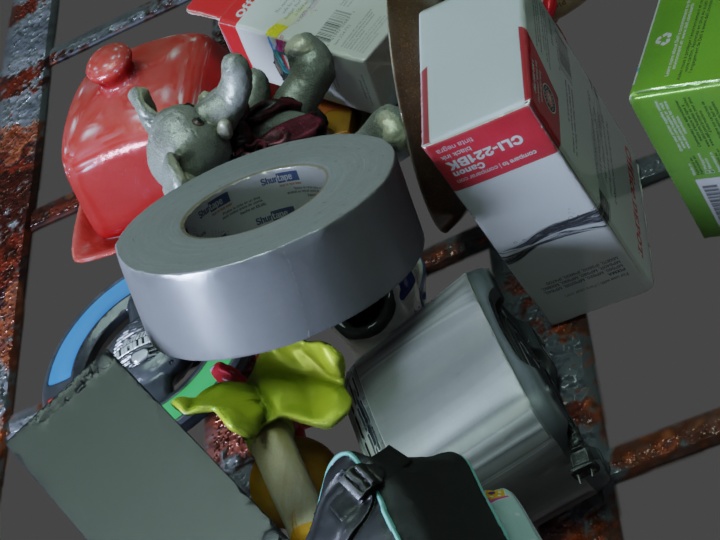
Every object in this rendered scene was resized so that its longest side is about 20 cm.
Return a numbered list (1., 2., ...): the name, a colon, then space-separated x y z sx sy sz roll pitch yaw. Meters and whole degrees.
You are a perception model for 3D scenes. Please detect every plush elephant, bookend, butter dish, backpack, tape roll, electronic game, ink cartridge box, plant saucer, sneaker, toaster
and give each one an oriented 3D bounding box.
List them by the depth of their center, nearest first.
1. backpack: 0.032 0.223 1.071 0.201 0.153 0.176 -65 35 25
2. toaster: 0.073 0.104 1.203 0.129 0.114 0.200 -34 40 9
3. bookend: -0.108 0.183 1.218 0.092 0.199 0.200 -43 55 -9
4. tape roll: -0.060 -0.019 1.235 0.199 0.066 0.200 -17 22 7
5. ink cartridge box: 0.265 -0.146 1.279 0.075 0.148 0.201 -6 47 33
6. ink cartridge box: 0.122 -0.082 1.281 0.083 0.200 0.145 -22 41 22
7. sneaker: 0.000 0.001 1.351 0.080 0.115 0.200 -30 39 5
8. plant saucer: 0.061 -0.130 1.375 0.036 0.201 0.201 -11 45 13
9. plush elephant: -0.092 -0.098 1.393 0.200 0.155 0.165 -49 48 14
10. electronic game: -0.166 0.065 1.467 0.199 0.042 0.201 -19 43 19
11. ink cartridge box: -0.034 -0.212 1.551 0.199 0.067 0.116 21 61 34
12. butter dish: -0.183 -0.133 1.589 0.199 0.148 0.200 -16 44 22

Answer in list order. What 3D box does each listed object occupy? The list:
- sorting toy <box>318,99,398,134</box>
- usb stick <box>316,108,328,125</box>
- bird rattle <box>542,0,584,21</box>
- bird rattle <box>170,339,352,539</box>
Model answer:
1. sorting toy: 0.010 -0.160 1.563 0.199 0.037 0.186 -16 44 23
2. usb stick: -0.110 -0.067 1.499 0.055 0.033 0.200 42 79 19
3. bird rattle: 0.158 -0.231 1.495 0.200 0.113 0.163 -47 26 3
4. bird rattle: -0.059 0.123 1.244 0.112 0.200 0.164 -20 79 -9
